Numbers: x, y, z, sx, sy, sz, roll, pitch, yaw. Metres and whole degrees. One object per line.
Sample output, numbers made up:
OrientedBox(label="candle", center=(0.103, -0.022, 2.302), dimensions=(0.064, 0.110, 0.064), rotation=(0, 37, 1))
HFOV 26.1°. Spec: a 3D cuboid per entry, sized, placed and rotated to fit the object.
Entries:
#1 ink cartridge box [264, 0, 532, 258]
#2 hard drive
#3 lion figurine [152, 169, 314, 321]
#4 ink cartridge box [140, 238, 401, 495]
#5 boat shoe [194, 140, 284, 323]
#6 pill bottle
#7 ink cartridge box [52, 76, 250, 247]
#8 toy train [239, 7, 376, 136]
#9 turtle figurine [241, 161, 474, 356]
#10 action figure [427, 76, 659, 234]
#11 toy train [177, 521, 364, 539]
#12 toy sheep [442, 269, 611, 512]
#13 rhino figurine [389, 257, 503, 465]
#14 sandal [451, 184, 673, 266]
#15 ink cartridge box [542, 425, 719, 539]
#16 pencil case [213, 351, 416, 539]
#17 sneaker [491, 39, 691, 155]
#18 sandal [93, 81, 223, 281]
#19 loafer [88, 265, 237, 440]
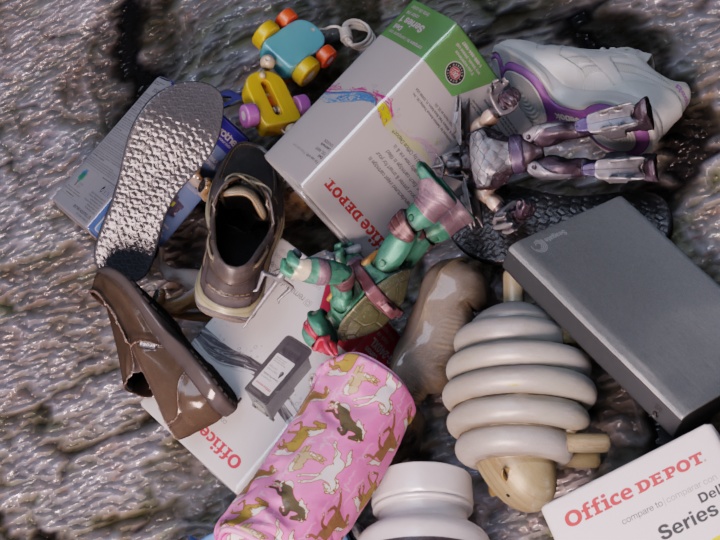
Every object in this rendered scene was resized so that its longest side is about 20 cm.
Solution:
OrientedBox(label="ink cartridge box", center=(0.035, -0.115, 1.394), dimensions=(0.200, 0.145, 0.084), rotation=(-46, 39, -3))
OrientedBox(label="hard drive", center=(0.227, 0.032, 1.244), dimensions=(0.139, 0.033, 0.200), rotation=(-23, 56, -35))
OrientedBox(label="lion figurine", center=(-0.122, -0.022, 1.468), dimensions=(0.201, 0.122, 0.072), rotation=(-62, 31, 5))
OrientedBox(label="ink cartridge box", center=(-0.074, 0.097, 1.378), dimensions=(0.145, 0.083, 0.200), rotation=(36, 82, 34))
OrientedBox(label="boat shoe", center=(-0.098, -0.046, 1.354), dimensions=(0.074, 0.074, 0.201), rotation=(11, 46, -10))
OrientedBox(label="pill bottle", center=(0.049, 0.258, 1.219), dimensions=(0.111, 0.111, 0.201), rotation=(-10, 60, 20))
OrientedBox(label="ink cartridge box", center=(-0.196, -0.109, 1.520), dimensions=(0.200, 0.076, 0.136), rotation=(-52, 29, -5))
OrientedBox(label="toy train", center=(-0.046, -0.162, 1.515), dimensions=(0.149, 0.056, 0.201), rotation=(12, 54, -13))
OrientedBox(label="turtle figurine", center=(0.000, 0.000, 1.288), dimensions=(0.200, 0.150, 0.101), rotation=(-41, 88, 6))
OrientedBox(label="action figure", center=(0.149, -0.101, 1.318), dimensions=(0.198, 0.069, 0.131), rotation=(-7, 98, 15))
OrientedBox(label="toy train", center=(-0.092, 0.253, 1.286), dimensions=(0.199, 0.114, 0.087), rotation=(-28, 57, 10))
OrientedBox(label="toy sheep", center=(0.131, 0.096, 1.259), dimensions=(0.137, 0.138, 0.201), rotation=(-9, 66, 20))
OrientedBox(label="rhino figurine", center=(0.058, 0.079, 1.322), dimensions=(0.060, 0.087, 0.201), rotation=(21, 83, 35))
OrientedBox(label="sandal", center=(0.172, -0.034, 1.363), dimensions=(0.198, 0.045, 0.076), rotation=(1, 70, 9))
OrientedBox(label="ink cartridge box", center=(0.240, 0.236, 1.135), dimensions=(0.144, 0.084, 0.201), rotation=(-28, 64, 10))
OrientedBox(label="pencil case", center=(-0.036, 0.159, 1.212), dimensions=(0.086, 0.083, 0.200), rotation=(-2, 42, 41))
OrientedBox(label="sneaker", center=(0.207, -0.166, 1.407), dimensions=(0.099, 0.075, 0.199), rotation=(-38, 49, -26))
OrientedBox(label="sandal", center=(-0.192, -0.087, 1.434), dimensions=(0.076, 0.043, 0.201), rotation=(28, 97, -10))
OrientedBox(label="loafer", center=(-0.187, 0.070, 1.349), dimensions=(0.071, 0.073, 0.200), rotation=(-43, 52, -2))
